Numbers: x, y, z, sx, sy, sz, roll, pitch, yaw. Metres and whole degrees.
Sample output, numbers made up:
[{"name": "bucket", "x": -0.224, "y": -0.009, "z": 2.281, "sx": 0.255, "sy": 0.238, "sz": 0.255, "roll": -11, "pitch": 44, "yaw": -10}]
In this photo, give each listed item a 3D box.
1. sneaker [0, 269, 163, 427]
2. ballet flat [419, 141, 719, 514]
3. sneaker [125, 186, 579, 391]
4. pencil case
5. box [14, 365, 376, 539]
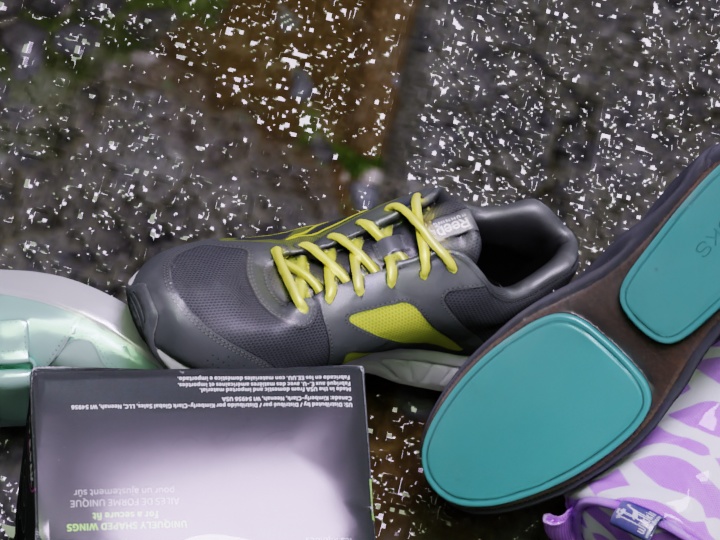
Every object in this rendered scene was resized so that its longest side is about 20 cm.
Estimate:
[{"name": "sneaker", "x": -0.163, "y": 0.058, "z": 1.091, "sx": 0.200, "sy": 0.074, "sz": 0.119, "roll": 14, "pitch": 60, "yaw": 6}, {"name": "ballet flat", "x": 0.106, "y": 0.021, "z": 1.090, "sx": 0.073, "sy": 0.200, "sz": 0.073, "roll": 37, "pitch": 24, "yaw": -19}, {"name": "sneaker", "x": 0.000, "y": 0.000, "z": 1.101, "sx": 0.199, "sy": 0.085, "sz": 0.075, "roll": -3, "pitch": 54, "yaw": -40}, {"name": "pencil case", "x": 0.153, "y": 0.046, "z": 1.140, "sx": 0.085, "sy": 0.084, "sz": 0.200, "roll": 18, "pitch": 59, "yaw": 28}, {"name": "box", "x": -0.060, "y": 0.154, "z": 1.016, "sx": 0.124, "sy": 0.149, "sz": 0.201, "roll": 0, "pitch": 63, "yaw": -9}]
